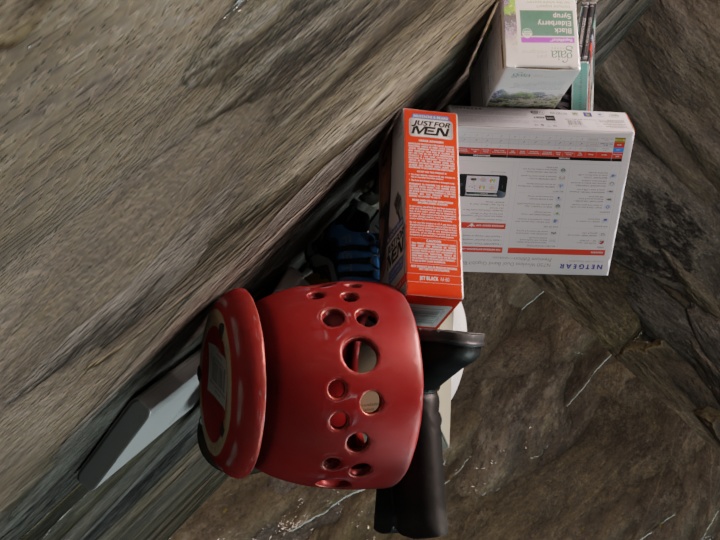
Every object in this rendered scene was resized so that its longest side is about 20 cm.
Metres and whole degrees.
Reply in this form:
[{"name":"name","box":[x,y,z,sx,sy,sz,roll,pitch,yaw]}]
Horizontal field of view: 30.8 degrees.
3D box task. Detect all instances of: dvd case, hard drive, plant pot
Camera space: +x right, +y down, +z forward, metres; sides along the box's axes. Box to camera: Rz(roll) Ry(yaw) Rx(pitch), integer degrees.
[{"name":"dvd case","box":[0.257,-0.208,1.505,0.200,0.022,0.147,-67,157,-57]},{"name":"hard drive","box":[-0.208,0.142,1.380,0.132,0.026,0.200,-51,174,29]},{"name":"plant pot","box":[-0.055,0.112,1.254,0.181,0.202,0.201,0,155,-19]}]

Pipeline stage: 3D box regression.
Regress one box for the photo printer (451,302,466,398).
[{"name":"photo printer","box":[0.040,0.110,1.625,0.198,0.070,0.168,-11,125,-20]}]

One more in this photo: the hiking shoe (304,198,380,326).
[{"name":"hiking shoe","box":[0.008,0.002,1.415,0.074,0.200,0.087,21,110,-44]}]

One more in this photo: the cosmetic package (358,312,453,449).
[{"name":"cosmetic package","box":[0.046,0.098,1.439,0.073,0.102,0.201,64,23,-49]}]

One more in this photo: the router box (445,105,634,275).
[{"name":"router box","box":[0.183,-0.085,1.421,0.049,0.198,0.181,-95,-172,-58]}]

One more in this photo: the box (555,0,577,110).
[{"name":"box","box":[0.238,-0.221,1.584,0.198,0.049,0.202,8,84,-79]}]

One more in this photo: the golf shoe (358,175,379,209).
[{"name":"golf shoe","box":[0.059,-0.092,1.524,0.077,0.088,0.200,-47,174,14]}]

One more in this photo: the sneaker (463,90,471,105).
[{"name":"sneaker","box":[0.160,-0.214,1.667,0.082,0.073,0.201,-87,-159,-46]}]

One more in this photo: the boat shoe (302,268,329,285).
[{"name":"boat shoe","box":[0.000,0.000,1.573,0.198,0.072,0.070,-19,174,15]}]

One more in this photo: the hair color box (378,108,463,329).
[{"name":"hair color box","box":[0.059,-0.049,1.331,0.111,0.063,0.202,121,-28,-65]}]

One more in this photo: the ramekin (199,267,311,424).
[{"name":"ramekin","box":[-0.092,0.107,1.465,0.203,0.094,0.202,-59,-178,3]}]

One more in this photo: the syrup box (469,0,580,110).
[{"name":"syrup box","box":[0.171,-0.215,1.393,0.200,0.078,0.082,110,-21,-75]}]

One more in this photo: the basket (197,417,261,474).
[{"name":"basket","box":[-0.126,0.165,1.684,0.180,0.136,0.200,-35,168,-19]}]

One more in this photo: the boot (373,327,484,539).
[{"name":"boot","box":[0.065,0.159,1.262,0.165,0.065,0.202,169,-75,-68]}]

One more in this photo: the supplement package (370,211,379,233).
[{"name":"supplement package","box":[0.070,-0.043,1.852,0.114,0.109,0.200,-42,173,-49]}]
